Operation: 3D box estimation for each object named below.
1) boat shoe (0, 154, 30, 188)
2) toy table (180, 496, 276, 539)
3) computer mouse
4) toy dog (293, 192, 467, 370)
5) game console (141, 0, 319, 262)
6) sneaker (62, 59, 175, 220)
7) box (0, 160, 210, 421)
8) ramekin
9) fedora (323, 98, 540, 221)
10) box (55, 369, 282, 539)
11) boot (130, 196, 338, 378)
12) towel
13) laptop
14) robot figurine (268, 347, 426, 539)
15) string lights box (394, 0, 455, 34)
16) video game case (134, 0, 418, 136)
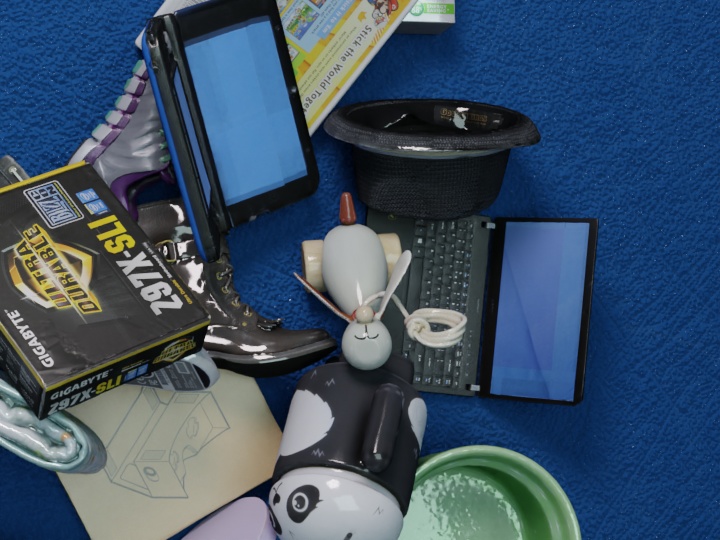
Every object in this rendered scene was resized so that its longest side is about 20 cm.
[{"bbox_3d":[-0.263,-0.028,1.458,0.200,0.072,0.071,41,75,4],"label":"boat shoe"},{"bbox_3d":[-0.109,0.300,1.445,0.117,0.183,0.200,58,35,-14],"label":"toy table"},{"bbox_3d":[-0.214,0.068,1.425,0.199,0.110,0.044,4,59,11],"label":"computer mouse"},{"bbox_3d":[0.000,0.000,1.473,0.131,0.200,0.097,-18,119,-21],"label":"toy dog"},{"bbox_3d":[-0.106,-0.130,1.425,0.118,0.171,0.201,-15,106,-1],"label":"game console"},{"bbox_3d":[-0.178,-0.128,1.482,0.087,0.074,0.200,38,96,10],"label":"sneaker"},{"bbox_3d":[-0.243,0.011,1.359,0.159,0.049,0.200,-21,58,-34],"label":"box"},{"bbox_3d":[0.096,0.260,1.538,0.199,0.098,0.201,1,87,-15],"label":"ramekin"},{"bbox_3d":[0.065,-0.098,1.525,0.200,0.201,0.092,-3,109,-15],"label":"fedora"},{"bbox_3d":[-0.179,0.153,1.508,0.200,0.021,0.164,-28,92,-15],"label":"box"},{"bbox_3d":[-0.125,0.008,1.493,0.199,0.069,0.175,-3,75,-7],"label":"boot"},{"bbox_3d":[-0.304,0.107,1.386,0.200,0.171,0.048,32,85,2],"label":"towel"},{"bbox_3d":[0.105,0.029,1.550,0.199,0.103,0.178,7,85,-15],"label":"laptop"},{"bbox_3d":[-0.012,0.160,1.446,0.124,0.150,0.201,2,55,18],"label":"robot figurine"},{"bbox_3d":[0.032,-0.329,1.572,0.102,0.059,0.201,-1,87,-13],"label":"string lights box"},{"bbox_3d":[-0.076,-0.230,1.518,0.182,0.023,0.200,37,103,-10],"label":"video game case"}]
